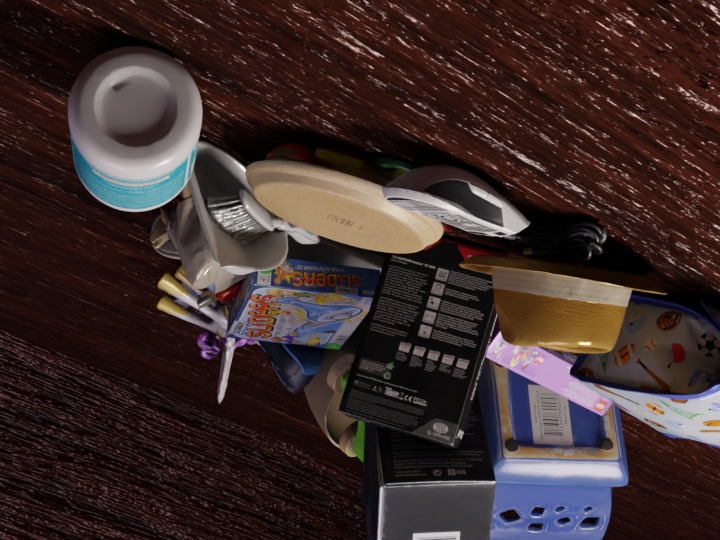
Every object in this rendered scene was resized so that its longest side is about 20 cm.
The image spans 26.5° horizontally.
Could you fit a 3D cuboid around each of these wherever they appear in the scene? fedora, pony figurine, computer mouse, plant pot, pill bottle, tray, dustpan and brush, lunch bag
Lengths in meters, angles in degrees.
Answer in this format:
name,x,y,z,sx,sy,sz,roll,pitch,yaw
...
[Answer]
name,x,y,z,sx,sy,sz,roll,pitch,yaw
fedora,0.183,0.034,1.424,0.200,0.082,0.201,8,179,0
pony figurine,-0.181,0.075,2.097,0.200,0.167,0.193,33,160,3
computer mouse,0.110,-0.056,1.331,0.200,0.044,0.110,19,173,-32
plant pot,0.208,0.202,1.820,0.200,0.200,0.180,4,147,-9
pill bottle,-0.197,-0.115,1.337,0.111,0.111,0.200,19,167,-5
plant pot,0.002,0.102,1.876,0.134,0.200,0.200,44,-175,35
tray,0.000,0.000,1.665,0.200,0.022,0.107,24,159,21
dustpan and brush,-0.097,-0.048,1.506,0.057,0.140,0.200,-25,159,12
lunch bag,0.342,0.103,1.501,0.170,0.124,0.200,28,172,-34

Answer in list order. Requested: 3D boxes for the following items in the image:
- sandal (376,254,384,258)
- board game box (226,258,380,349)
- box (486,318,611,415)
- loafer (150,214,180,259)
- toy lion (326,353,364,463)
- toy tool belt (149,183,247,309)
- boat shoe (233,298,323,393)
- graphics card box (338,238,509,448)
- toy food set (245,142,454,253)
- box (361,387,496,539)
name,x,y,z,sx,sy,sz,roll,pitch,yaw
sandal,-0.035,0.008,1.767,0.202,0.083,0.050,6,-153,36
board game box,-0.066,0.038,1.676,0.135,0.035,0.200,7,160,-10
box,0.178,0.077,1.669,0.200,0.039,0.137,27,-166,-37
loafer,-0.155,-0.027,1.782,0.200,0.072,0.063,18,-174,35
toy lion,0.058,0.123,1.789,0.069,0.192,0.200,37,151,33
toy tool belt,-0.161,-0.045,1.639,0.123,0.125,0.200,58,170,10
boat shoe,-0.114,0.062,1.830,0.084,0.200,0.069,4,132,-29
graphics card box,0.067,0.068,1.545,0.125,0.200,0.051,15,171,13
toy food set,-0.011,-0.067,1.429,0.198,0.049,0.200,16,167,10
box,0.068,0.230,1.638,0.124,0.197,0.200,-2,127,-5
